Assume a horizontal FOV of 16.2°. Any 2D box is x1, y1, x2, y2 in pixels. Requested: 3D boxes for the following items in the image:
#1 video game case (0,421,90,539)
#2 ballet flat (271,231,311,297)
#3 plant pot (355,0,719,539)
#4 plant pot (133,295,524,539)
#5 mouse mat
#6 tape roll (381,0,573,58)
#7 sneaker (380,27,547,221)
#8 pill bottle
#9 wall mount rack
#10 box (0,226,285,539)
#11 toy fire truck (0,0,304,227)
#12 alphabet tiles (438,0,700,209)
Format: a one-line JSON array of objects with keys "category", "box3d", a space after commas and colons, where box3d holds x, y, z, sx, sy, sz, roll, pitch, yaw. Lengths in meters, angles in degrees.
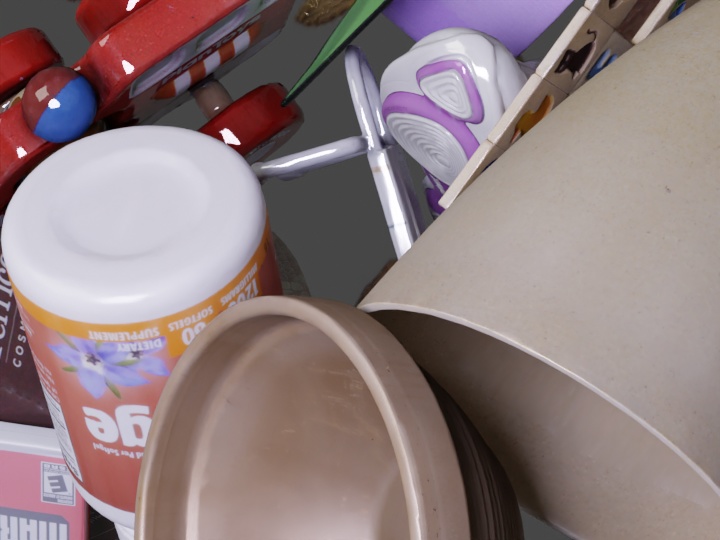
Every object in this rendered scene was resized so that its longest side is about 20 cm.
[{"category": "video game case", "box3d": [-0.207, 0.154, 1.279, 0.017, 0.143, 0.200, -78, -6, -54]}, {"category": "ballet flat", "box3d": [-0.051, 0.055, 1.253, 0.067, 0.062, 0.200, -33, 56, 25]}, {"category": "plant pot", "box3d": [0.125, -0.008, 1.021, 0.187, 0.187, 0.200, 5, 56, 55]}, {"category": "plant pot", "box3d": [0.000, 0.110, 0.996, 0.201, 0.093, 0.201, -1, 88, 55]}, {"category": "mouse mat", "box3d": [0.041, -0.168, 1.160, 0.200, 0.008, 0.161, -56, 9, -28]}, {"category": "tape roll", "box3d": [0.092, -0.184, 1.201, 0.200, 0.066, 0.200, -49, 8, 10]}, {"category": "sneaker", "box3d": [0.066, -0.072, 1.134, 0.075, 0.200, 0.100, 41, 81, 18]}, {"category": "pill bottle", "box3d": [-0.083, 0.043, 1.113, 0.112, 0.200, 0.112, -5, 45, 5]}, {"category": "wall mount rack", "box3d": [0.000, 0.000, 1.186, 0.075, 0.200, 0.174, -16, 1, 7]}, {"category": "box", "box3d": [-0.169, 0.041, 1.337, 0.164, 0.200, 0.166, -25, 47, 41]}, {"category": "toy fire truck", "box3d": [-0.112, -0.086, 1.185, 0.200, 0.112, 0.168, -34, -5, -13]}, {"category": "alphabet tiles", "box3d": [0.103, -0.067, 1.096, 0.008, 0.167, 0.200, 39, 97, 23]}]
